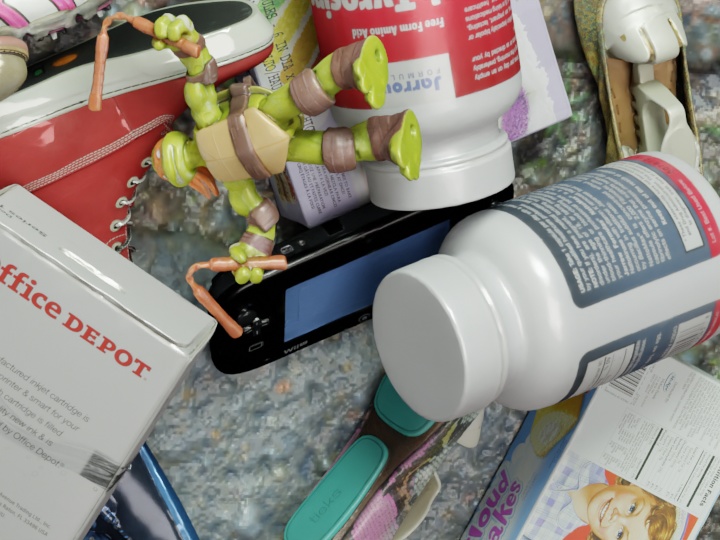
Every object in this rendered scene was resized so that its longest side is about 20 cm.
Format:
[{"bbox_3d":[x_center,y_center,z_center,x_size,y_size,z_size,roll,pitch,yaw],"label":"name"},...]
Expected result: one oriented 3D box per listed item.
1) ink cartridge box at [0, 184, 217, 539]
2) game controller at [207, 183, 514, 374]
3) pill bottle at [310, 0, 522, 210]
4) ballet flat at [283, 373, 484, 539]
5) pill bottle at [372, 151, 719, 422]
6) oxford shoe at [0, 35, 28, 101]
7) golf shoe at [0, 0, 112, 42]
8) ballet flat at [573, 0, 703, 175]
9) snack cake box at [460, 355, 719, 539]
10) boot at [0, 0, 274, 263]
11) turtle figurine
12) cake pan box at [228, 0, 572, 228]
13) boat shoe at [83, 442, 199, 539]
[{"bbox_3d":[-0.192,0.075,1.616,0.146,0.084,0.201,34,106,1],"label":"ink cartridge box"},{"bbox_3d":[0.000,0.000,1.722,0.199,0.042,0.105,-23,144,-15],"label":"game controller"},{"bbox_3d":[0.030,-0.141,1.631,0.112,0.112,0.201,-15,106,-16],"label":"pill bottle"},{"bbox_3d":[0.031,0.108,1.772,0.071,0.069,0.201,33,92,-41],"label":"ballet flat"},{"bbox_3d":[0.111,0.013,1.688,0.199,0.119,0.120,-20,109,-32],"label":"pill bottle"},{"bbox_3d":[-0.255,-0.057,1.587,0.199,0.071,0.074,-32,71,17],"label":"oxford shoe"},{"bbox_3d":[-0.225,-0.162,1.608,0.199,0.073,0.093,-14,105,-17],"label":"golf shoe"},{"bbox_3d":[0.174,-0.116,1.769,0.070,0.071,0.201,-14,106,-17],"label":"ballet flat"},{"bbox_3d":[0.150,0.142,1.817,0.115,0.067,0.201,28,91,-24],"label":"snack cake box"},{"bbox_3d":[-0.125,-0.062,1.658,0.199,0.072,0.145,-22,110,5],"label":"boot"},{"bbox_3d":[-0.049,-0.065,1.595,0.160,0.064,0.201,-11,111,22],"label":"turtle figurine"},{"bbox_3d":[0.013,-0.151,1.711,0.183,0.052,0.201,-22,108,-16],"label":"cake pan box"},{"bbox_3d":[-0.154,0.120,1.705,0.068,0.084,0.201,-32,94,-3],"label":"boat shoe"}]
